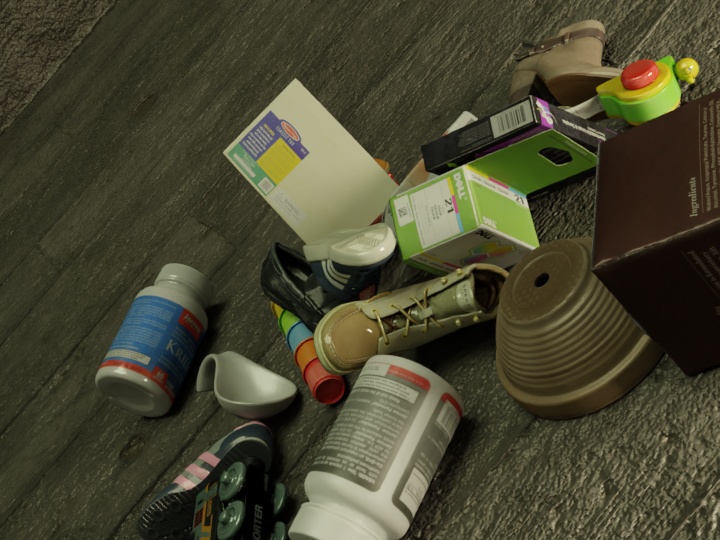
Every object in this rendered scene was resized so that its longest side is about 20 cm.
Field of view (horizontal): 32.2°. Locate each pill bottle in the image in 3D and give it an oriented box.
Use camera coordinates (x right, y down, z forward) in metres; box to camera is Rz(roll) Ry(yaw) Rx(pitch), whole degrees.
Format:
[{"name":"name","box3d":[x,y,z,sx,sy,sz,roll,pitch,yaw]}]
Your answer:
[{"name":"pill bottle","box3d":[-0.279,0.092,1.733,0.112,0.112,0.201,-14,44,43]},{"name":"pill bottle","box3d":[0.014,0.196,1.239,0.114,0.114,0.201,-2,52,50]}]

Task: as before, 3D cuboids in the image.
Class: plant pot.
[{"name":"plant pot","box3d":[0.201,0.035,1.215,0.200,0.093,0.202,-32,32,23]}]

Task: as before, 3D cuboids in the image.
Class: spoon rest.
[{"name":"spoon rest","box3d":[-0.152,0.140,1.550,0.099,0.061,0.200,-9,11,-30]}]

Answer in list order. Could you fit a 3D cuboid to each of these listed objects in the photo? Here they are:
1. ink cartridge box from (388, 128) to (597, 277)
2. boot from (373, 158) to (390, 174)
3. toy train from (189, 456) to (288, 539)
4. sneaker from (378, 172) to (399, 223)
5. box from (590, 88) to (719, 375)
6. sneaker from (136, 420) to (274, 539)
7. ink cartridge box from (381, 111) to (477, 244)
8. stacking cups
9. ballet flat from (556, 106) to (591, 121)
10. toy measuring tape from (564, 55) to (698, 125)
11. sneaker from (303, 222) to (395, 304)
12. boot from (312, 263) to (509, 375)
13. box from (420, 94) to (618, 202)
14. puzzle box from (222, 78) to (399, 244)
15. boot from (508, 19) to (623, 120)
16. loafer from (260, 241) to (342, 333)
[{"name":"ink cartridge box","box3d":[0.153,-0.064,1.325,0.199,0.147,0.076,-23,68,28]},{"name":"boot","box3d":[-0.068,-0.142,1.590,0.201,0.144,0.071,-12,40,50]},{"name":"toy train","box3d":[-0.137,0.299,1.351,0.114,0.085,0.201,-43,30,30]},{"name":"sneaker","box3d":[0.005,-0.059,1.597,0.108,0.067,0.202,-36,29,23]},{"name":"box","box3d":[0.327,-0.044,1.073,0.199,0.166,0.165,-23,39,34]},{"name":"sneaker","box3d":[-0.179,0.252,1.480,0.199,0.070,0.082,-35,15,14]},{"name":"ink cartridge box","box3d":[0.058,-0.086,1.480,0.200,0.050,0.162,-44,4,34]},{"name":"stacking cups","box3d":[-0.057,0.092,1.521,0.060,0.060,0.200,-41,36,8]},{"name":"ballet flat","box3d":[0.184,-0.144,1.480,0.200,0.068,0.075,-35,23,26]},{"name":"toy measuring tape","box3d":[0.280,-0.176,1.368,0.199,0.074,0.074,-26,34,11]},{"name":"sneaker","box3d":[0.000,0.000,1.378,0.075,0.085,0.200,-25,9,-14]},{"name":"boot","box3d":[0.058,0.047,1.317,0.154,0.073,0.199,-20,-1,41]},{"name":"box","box3d":[0.180,-0.125,1.340,0.142,0.199,0.036,-22,70,36]},{"name":"puzzle box","box3d":[-0.058,-0.121,1.536,0.133,0.200,0.025,-44,-9,6]},{"name":"boot","box3d":[0.264,-0.248,1.499,0.199,0.070,0.147,-4,43,41]},{"name":"loafer","box3d":[-0.047,0.031,1.497,0.068,0.071,0.200,-23,43,-38]}]
